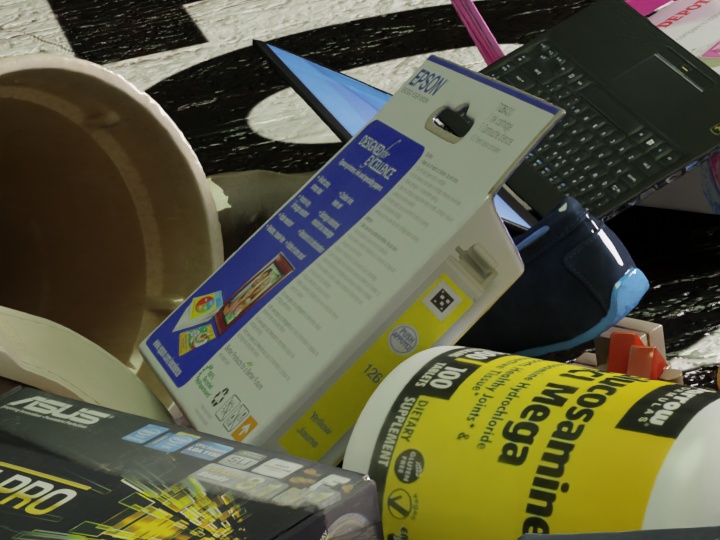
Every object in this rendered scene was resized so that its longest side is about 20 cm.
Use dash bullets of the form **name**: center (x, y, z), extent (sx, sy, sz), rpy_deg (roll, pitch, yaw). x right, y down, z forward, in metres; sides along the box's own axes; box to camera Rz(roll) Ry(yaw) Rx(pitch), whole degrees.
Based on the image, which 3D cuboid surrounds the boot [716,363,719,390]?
- **boot**: center (0.248, 0.022, 1.101), extent (0.155, 0.074, 0.200), rpy_deg (-32, -20, 20)

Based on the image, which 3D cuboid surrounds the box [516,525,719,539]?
- **box**: center (0.119, 0.168, 0.745), extent (0.148, 0.107, 0.200), rpy_deg (-5, 23, 10)

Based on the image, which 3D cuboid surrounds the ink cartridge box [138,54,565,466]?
- **ink cartridge box**: center (0.000, 0.000, 1.072), extent (0.200, 0.047, 0.198), rpy_deg (-43, 18, -2)

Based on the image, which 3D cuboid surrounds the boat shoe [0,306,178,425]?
- **boat shoe**: center (-0.154, 0.057, 1.081), extent (0.060, 0.200, 0.072), rpy_deg (-47, 50, 10)

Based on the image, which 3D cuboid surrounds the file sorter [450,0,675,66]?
- **file sorter**: center (0.115, -0.194, 1.489), extent (0.139, 0.125, 0.200), rpy_deg (-30, 3, 2)

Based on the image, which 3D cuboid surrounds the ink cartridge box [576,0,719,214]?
- **ink cartridge box**: center (0.233, -0.091, 1.366), extent (0.200, 0.085, 0.145), rpy_deg (7, 27, 38)

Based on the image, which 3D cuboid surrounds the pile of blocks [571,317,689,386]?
- **pile of blocks**: center (0.114, 0.068, 1.053), extent (0.082, 0.062, 0.200), rpy_deg (-12, 22, -9)

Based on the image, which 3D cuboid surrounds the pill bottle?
- **pill bottle**: center (0.100, 0.095, 0.921), extent (0.200, 0.112, 0.112), rpy_deg (8, 28, 37)

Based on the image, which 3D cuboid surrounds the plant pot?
- **plant pot**: center (-0.200, 0.001, 1.204), extent (0.200, 0.201, 0.183), rpy_deg (-27, 17, -38)

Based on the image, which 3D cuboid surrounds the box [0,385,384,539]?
- **box**: center (-0.115, 0.108, 0.895), extent (0.200, 0.049, 0.161), rpy_deg (11, 27, 42)

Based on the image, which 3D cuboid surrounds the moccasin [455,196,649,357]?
- **moccasin**: center (0.047, 0.007, 1.149), extent (0.200, 0.068, 0.080), rpy_deg (-20, 16, 40)

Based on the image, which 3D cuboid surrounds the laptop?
- **laptop**: center (0.075, -0.099, 1.279), extent (0.200, 0.103, 0.177), rpy_deg (-31, 36, -7)

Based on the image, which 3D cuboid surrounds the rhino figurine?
- **rhino figurine**: center (-0.012, -0.017, 1.272), extent (0.200, 0.087, 0.060), rpy_deg (-8, 24, -24)
